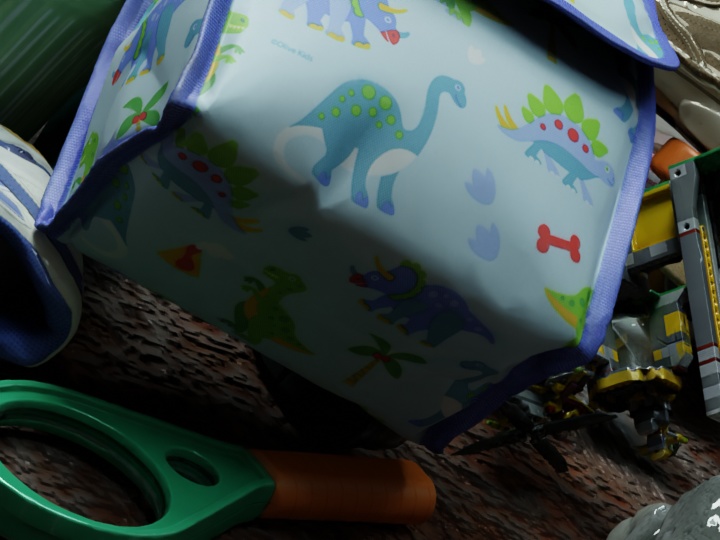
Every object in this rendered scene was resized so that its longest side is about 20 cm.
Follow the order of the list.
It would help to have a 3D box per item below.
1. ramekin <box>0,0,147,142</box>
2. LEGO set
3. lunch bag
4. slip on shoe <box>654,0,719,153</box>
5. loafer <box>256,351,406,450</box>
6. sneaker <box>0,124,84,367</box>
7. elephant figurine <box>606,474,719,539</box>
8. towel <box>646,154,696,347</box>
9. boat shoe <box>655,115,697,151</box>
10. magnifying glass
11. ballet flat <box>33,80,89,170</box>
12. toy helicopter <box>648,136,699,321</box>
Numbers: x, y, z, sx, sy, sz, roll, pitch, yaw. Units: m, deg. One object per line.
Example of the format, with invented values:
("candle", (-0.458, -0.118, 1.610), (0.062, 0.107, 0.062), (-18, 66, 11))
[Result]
("ramekin", (-0.169, -0.128, 1.037), (0.200, 0.098, 0.200), (41, 9, -8))
("LEGO set", (0.139, 0.036, 1.081), (0.154, 0.199, 0.117), (35, 44, -56))
("lunch bag", (0.011, -0.071, 0.973), (0.169, 0.127, 0.201), (32, 52, -19))
("slip on shoe", (0.139, -0.102, 1.274), (0.200, 0.061, 0.076), (43, 3, 10))
("loafer", (0.000, 0.000, 1.089), (0.072, 0.073, 0.201), (27, 27, -30))
("sneaker", (-0.173, -0.028, 0.920), (0.199, 0.076, 0.088), (17, 24, -29))
("elephant figurine", (0.137, 0.165, 0.833), (0.200, 0.141, 0.155), (44, 49, -6))
("towel", (0.157, -0.013, 1.386), (0.146, 0.030, 0.200), (28, 21, -4))
("boat shoe", (0.090, -0.110, 1.428), (0.199, 0.075, 0.093), (28, -23, -19))
("magnifying glass", (-0.051, 0.069, 0.939), (0.199, 0.022, 0.080), (5, 31, -44))
("ballet flat", (-0.085, -0.057, 1.124), (0.062, 0.067, 0.200), (48, 18, -17))
("toy helicopter", (0.181, 0.034, 1.234), (0.200, 0.079, 0.132), (42, 1, -9))
